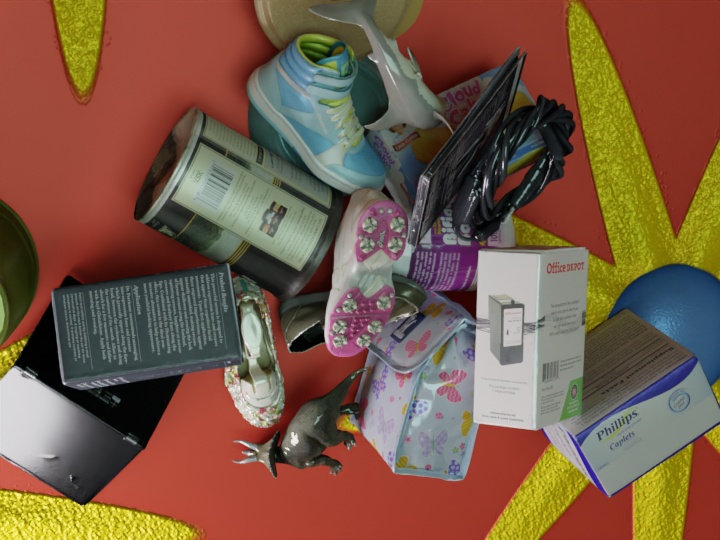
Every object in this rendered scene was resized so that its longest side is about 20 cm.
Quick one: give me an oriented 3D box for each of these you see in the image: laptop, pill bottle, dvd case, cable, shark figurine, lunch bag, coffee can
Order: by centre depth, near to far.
[{"bbox_3d":[0.030,-0.198,1.564,0.089,0.129,0.215,-32,132,11],"label":"shark figurine"},{"bbox_3d":[0.116,-0.134,1.583,0.016,0.149,0.201,32,66,12],"label":"dvd case"},{"bbox_3d":[0.186,-0.118,1.643,0.162,0.051,0.201,-22,148,-33],"label":"cable"},{"bbox_3d":[-0.140,-0.076,1.662,0.199,0.146,0.147,29,95,-19],"label":"coffee can"},{"bbox_3d":[-0.342,0.148,1.738,0.187,0.115,0.202,36,64,-21],"label":"laptop"},{"bbox_3d":[0.079,-0.032,1.749,0.197,0.112,0.114,1,104,-16],"label":"pill bottle"},{"bbox_3d":[0.074,0.128,1.759,0.126,0.170,0.202,12,102,-22],"label":"lunch bag"}]

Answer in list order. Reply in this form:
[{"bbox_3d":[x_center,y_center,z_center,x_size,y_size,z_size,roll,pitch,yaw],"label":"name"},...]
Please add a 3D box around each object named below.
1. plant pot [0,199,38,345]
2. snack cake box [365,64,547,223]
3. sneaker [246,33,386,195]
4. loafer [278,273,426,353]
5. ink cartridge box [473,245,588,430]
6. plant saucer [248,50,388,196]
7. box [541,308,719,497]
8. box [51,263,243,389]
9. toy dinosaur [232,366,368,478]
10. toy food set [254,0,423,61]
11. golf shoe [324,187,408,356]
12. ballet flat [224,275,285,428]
[{"bbox_3d":[-0.449,0.023,1.581,0.198,0.193,0.203,-4,105,-14],"label":"plant pot"},{"bbox_3d":[0.117,-0.152,1.707,0.198,0.067,0.116,-26,80,-21],"label":"snack cake box"},{"bbox_3d":[-0.025,-0.180,1.625,0.200,0.080,0.130,41,132,-10],"label":"sneaker"},{"bbox_3d":[-0.010,0.059,1.723,0.198,0.070,0.075,-16,144,29],"label":"loafer"},{"bbox_3d":[0.200,0.073,1.683,0.145,0.083,0.203,-5,97,-60],"label":"ink cartridge box"},{"bbox_3d":[-0.034,-0.182,1.722,0.197,0.036,0.203,-3,104,-14],"label":"plant saucer"},{"bbox_3d":[0.323,0.163,1.816,0.183,0.200,0.106,-33,111,-5],"label":"box"},{"bbox_3d":[-0.235,0.065,1.623,0.197,0.148,0.109,-8,84,-6],"label":"box"},{"bbox_3d":[-0.055,0.197,1.765,0.102,0.078,0.200,14,131,-47],"label":"toy dinosaur"},{"bbox_3d":[-0.028,-0.329,1.641,0.198,0.049,0.199,-27,124,-3],"label":"toy food set"},{"bbox_3d":[0.000,0.000,1.650,0.074,0.092,0.202,8,114,-24],"label":"golf shoe"},{"bbox_3d":[-0.132,0.107,1.755,0.075,0.064,0.203,-16,108,-12],"label":"ballet flat"}]
